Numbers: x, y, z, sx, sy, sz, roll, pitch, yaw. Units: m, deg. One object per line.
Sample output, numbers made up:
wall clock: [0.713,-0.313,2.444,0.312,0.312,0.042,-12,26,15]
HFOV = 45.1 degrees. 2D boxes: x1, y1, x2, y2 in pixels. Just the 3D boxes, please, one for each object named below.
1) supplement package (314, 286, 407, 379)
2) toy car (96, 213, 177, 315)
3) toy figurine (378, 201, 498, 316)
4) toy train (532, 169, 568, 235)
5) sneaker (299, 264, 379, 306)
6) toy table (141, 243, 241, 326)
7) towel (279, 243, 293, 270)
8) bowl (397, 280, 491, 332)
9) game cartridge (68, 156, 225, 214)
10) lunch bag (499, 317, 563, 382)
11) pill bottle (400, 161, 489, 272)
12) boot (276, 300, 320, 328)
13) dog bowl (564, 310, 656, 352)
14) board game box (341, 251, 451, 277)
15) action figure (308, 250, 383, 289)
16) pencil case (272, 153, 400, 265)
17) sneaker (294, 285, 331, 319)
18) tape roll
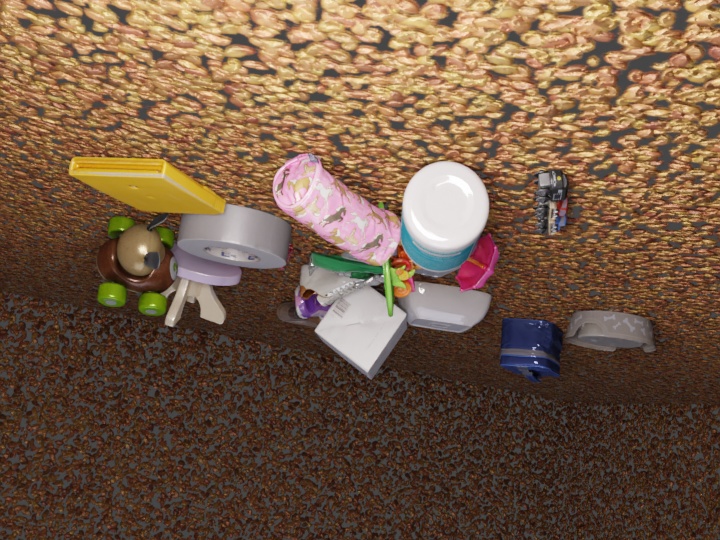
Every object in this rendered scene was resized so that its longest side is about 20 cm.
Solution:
supplement package: [0.005,0.131,1.943,0.149,0.153,0.200,35,172,9]
toy car: [-0.392,-0.031,1.610,0.155,0.168,0.199,15,155,-29]
toy figurine: [0.122,-0.031,1.335,0.179,0.152,0.203,-6,138,1]
toy train: [0.248,-0.087,1.129,0.045,0.035,0.200,-6,165,9]
sneaker: [-0.041,0.036,1.810,0.196,0.087,0.072,0,164,32]
toy table: [-0.353,0.030,1.797,0.196,0.120,0.184,22,-159,13]
towel: [-0.211,-0.037,1.744,0.141,0.023,0.200,11,169,-7]
bowl: [0.180,0.086,1.916,0.195,0.077,0.200,8,169,-5]
game cartridge: [-0.328,-0.131,1.365,0.172,0.033,0.200,5,170,20]
lunch bag: [0.423,0.203,2.145,0.133,0.136,0.199,3,167,28]
pill bottle: [0.107,-0.062,1.150,0.108,0.114,0.200,8,168,3]
boot: [-0.132,0.122,2.372,0.196,0.072,0.146,14,174,-20]
dog bowl: [0.548,0.134,1.901,0.195,0.060,0.200,9,168,2]
board game box: [0.081,-0.033,1.528,0.195,0.027,0.200,12,168,-12]
action figure: [0.000,0.000,1.638,0.195,0.056,0.118,9,-163,-7]
pencil case: [-0.027,-0.079,1.167,0.082,0.088,0.199,24,173,47]
sneaker: [-0.086,0.078,2.088,0.087,0.083,0.199,-5,168,27]
tape roll: [-0.222,-0.059,1.533,0.195,0.068,0.200,9,169,2]
